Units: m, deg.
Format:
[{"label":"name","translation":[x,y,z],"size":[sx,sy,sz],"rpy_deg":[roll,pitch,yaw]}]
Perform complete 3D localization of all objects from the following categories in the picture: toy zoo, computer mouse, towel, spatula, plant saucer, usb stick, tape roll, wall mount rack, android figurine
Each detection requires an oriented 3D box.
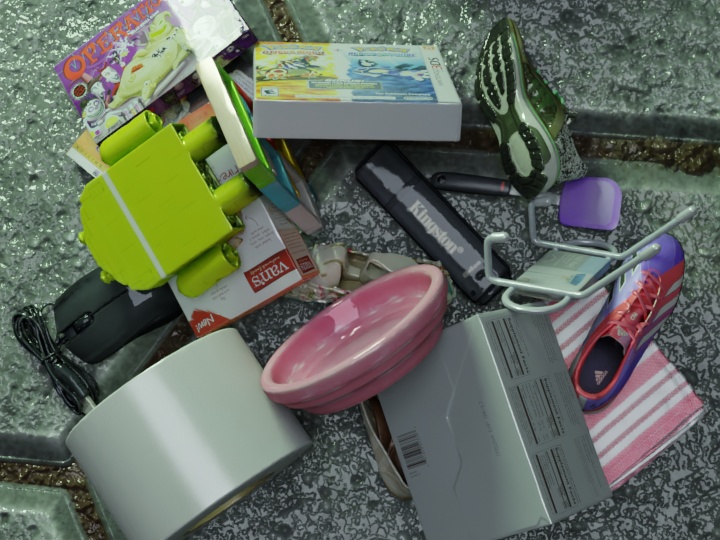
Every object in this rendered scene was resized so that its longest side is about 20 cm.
[{"label":"toy zoo","translation":[-0.093,-0.115,1.336],"size":[0.020,0.200,0.132],"rpy_deg":[-29,63,9]},{"label":"computer mouse","translation":[-0.260,0.045,1.397],"size":[0.200,0.053,0.139],"rpy_deg":[-37,81,-1]},{"label":"towel","translation":[0.236,0.112,1.367],"size":[0.146,0.030,0.200],"rpy_deg":[-39,79,-1]},{"label":"spatula","translation":[0.171,-0.082,1.396],"size":[0.199,0.021,0.057],"rpy_deg":[10,78,6]},{"label":"plant saucer","translation":[0.001,0.070,1.257],"size":[0.200,0.201,0.051],"rpy_deg":[-32,105,0]},{"label":"usb stick","translation":[0.075,-0.050,1.394],"size":[0.055,0.033,0.200],"rpy_deg":[-43,82,-2]},{"label":"tape roll","translation":[-0.165,0.169,1.301],"size":[0.202,0.203,0.139],"rpy_deg":[-35,81,-1]},{"label":"wall mount rack","translation":[0.221,-0.020,1.288],"size":[0.173,0.200,0.075],"rpy_deg":[9,114,28]},{"label":"android figurine","translation":[-0.194,-0.060,1.314],"size":[0.200,0.041,0.182],"rpy_deg":[-35,85,21]}]

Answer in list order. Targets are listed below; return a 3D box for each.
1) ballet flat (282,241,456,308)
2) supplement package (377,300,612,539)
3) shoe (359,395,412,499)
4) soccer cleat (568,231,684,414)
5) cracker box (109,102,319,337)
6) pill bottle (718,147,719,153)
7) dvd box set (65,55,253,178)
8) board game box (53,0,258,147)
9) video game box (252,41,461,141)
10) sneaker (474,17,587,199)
[{"label":"ballet flat","translation":[0.000,0.000,1.373],"size":[0.199,0.064,0.076],"rpy_deg":[6,55,6]},{"label":"supplement package","translation":[0.123,0.152,1.292],"size":[0.156,0.111,0.201],"rpy_deg":[-26,79,42]},{"label":"shoe","translation":[0.033,0.132,1.363],"size":[0.070,0.053,0.201],"rpy_deg":[-14,80,2]},{"label":"soccer cleat","translation":[0.265,0.050,1.321],"size":[0.068,0.073,0.200],"rpy_deg":[30,85,10]},{"label":"cracker box","translation":[-0.148,-0.051,1.352],"size":[0.134,0.058,0.200],"rpy_deg":[-30,87,20]},{"label":"pill bottle","translation":[0.432,-0.045,1.326],"size":[0.113,0.113,0.201],"rpy_deg":[-20,82,2]},{"label":"dvd box set","translation":[-0.196,-0.155,1.428],"size":[0.146,0.029,0.200],"rpy_deg":[39,87,8]},{"label":"board game box","translation":[-0.217,-0.227,1.408],"size":[0.200,0.032,0.120],"rpy_deg":[-36,59,5]},{"label":"video game box","translation":[-0.008,-0.181,1.333],"size":[0.199,0.182,0.047],"rpy_deg":[0,115,-6]},{"label":"sneaker","translation":[0.181,-0.169,1.395],"size":[0.088,0.077,0.201],"rpy_deg":[-3,71,-32]}]
